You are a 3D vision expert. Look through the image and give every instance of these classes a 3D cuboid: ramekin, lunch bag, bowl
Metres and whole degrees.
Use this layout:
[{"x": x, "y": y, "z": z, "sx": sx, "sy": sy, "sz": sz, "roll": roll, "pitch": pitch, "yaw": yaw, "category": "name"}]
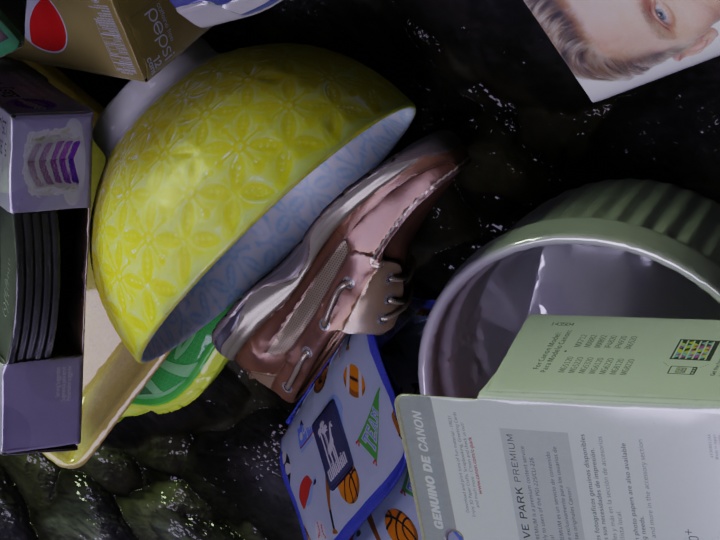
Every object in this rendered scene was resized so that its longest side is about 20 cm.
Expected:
[{"x": 0.139, "y": 0.048, "z": 1.002, "sx": 0.199, "sy": 0.105, "sz": 0.201, "roll": 12, "pitch": 121, "yaw": 21, "category": "ramekin"}, {"x": 0.047, "y": 0.127, "z": 1.149, "sx": 0.200, "sy": 0.124, "sz": 0.170, "roll": 44, "pitch": 139, "yaw": 9, "category": "lunch bag"}, {"x": -0.077, "y": -0.057, "z": 1.005, "sx": 0.108, "sy": 0.200, "sz": 0.200, "roll": 48, "pitch": 138, "yaw": 5, "category": "bowl"}]

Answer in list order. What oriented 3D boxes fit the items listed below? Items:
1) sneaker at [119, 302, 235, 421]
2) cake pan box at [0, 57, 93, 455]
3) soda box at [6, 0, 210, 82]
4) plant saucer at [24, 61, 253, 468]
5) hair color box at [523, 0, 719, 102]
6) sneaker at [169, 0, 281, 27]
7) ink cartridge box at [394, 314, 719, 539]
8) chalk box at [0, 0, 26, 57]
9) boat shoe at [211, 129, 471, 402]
[{"x": -0.142, "y": 0.045, "z": 1.215, "sx": 0.199, "sy": 0.074, "sz": 0.084, "roll": -23, "pitch": 119, "yaw": 43, "category": "sneaker"}, {"x": -0.200, "y": -0.018, "z": 1.038, "sx": 0.200, "sy": 0.052, "sz": 0.186, "roll": 33, "pitch": 124, "yaw": 55, "category": "cake pan box"}, {"x": -0.168, "y": -0.154, "z": 1.013, "sx": 0.199, "sy": 0.068, "sz": 0.064, "roll": 14, "pitch": 137, "yaw": 40, "category": "soda box"}, {"x": -0.188, "y": -0.015, "z": 1.153, "sx": 0.200, "sy": 0.048, "sz": 0.200, "roll": 39, "pitch": 109, "yaw": 0, "category": "plant saucer"}, {"x": 0.165, "y": -0.156, "z": 0.850, "sx": 0.199, "sy": 0.061, "sz": 0.100, "roll": -19, "pitch": 117, "yaw": 42, "category": "hair color box"}, {"x": -0.033, "y": -0.206, "z": 0.874, "sx": 0.199, "sy": 0.081, "sz": 0.115, "roll": -29, "pitch": 133, "yaw": 29, "category": "sneaker"}, {"x": 0.124, "y": 0.128, "z": 0.936, "sx": 0.174, "sy": 0.084, "sz": 0.201, "roll": 2, "pitch": 117, "yaw": 26, "category": "ink cartridge box"}, {"x": -0.242, "y": -0.157, "z": 0.916, "sx": 0.123, "sy": 0.201, "sz": 0.125, "roll": -22, "pitch": 134, "yaw": 17, "category": "chalk box"}, {"x": 0.000, "y": 0.000, "z": 1.063, "sx": 0.072, "sy": 0.076, "sz": 0.200, "roll": 47, "pitch": 124, "yaw": 4, "category": "boat shoe"}]
